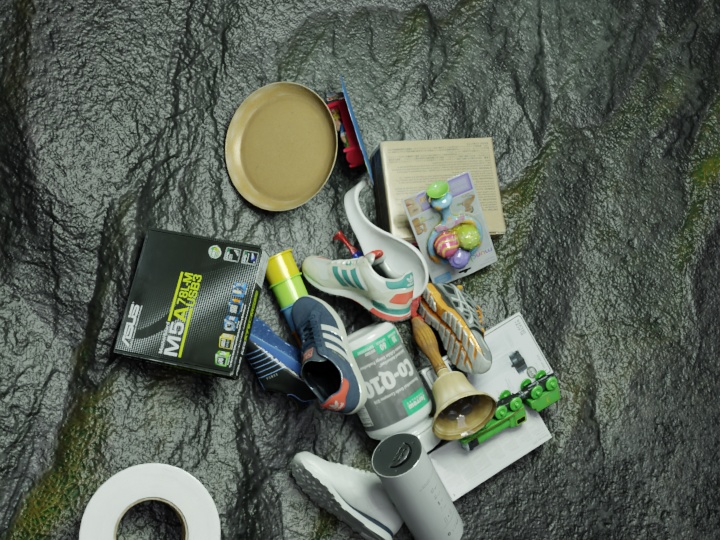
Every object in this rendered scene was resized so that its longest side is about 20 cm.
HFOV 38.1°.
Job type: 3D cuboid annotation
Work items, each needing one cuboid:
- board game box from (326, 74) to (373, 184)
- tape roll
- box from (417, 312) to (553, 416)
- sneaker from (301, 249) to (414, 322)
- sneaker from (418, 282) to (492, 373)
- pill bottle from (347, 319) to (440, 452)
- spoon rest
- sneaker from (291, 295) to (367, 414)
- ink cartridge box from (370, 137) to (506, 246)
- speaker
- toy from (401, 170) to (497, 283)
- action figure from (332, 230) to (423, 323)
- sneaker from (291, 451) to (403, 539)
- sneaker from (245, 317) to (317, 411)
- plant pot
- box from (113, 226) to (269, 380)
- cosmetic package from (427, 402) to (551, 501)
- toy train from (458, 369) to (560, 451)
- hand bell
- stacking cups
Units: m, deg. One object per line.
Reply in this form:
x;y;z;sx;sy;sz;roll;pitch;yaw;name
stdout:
-0.023;-0.217;1.639;0.038;0.200;0.160;-17;110;4;board game box
-0.302;0.380;1.495;0.200;0.071;0.205;3;77;-14;tape roll
0.195;0.167;1.674;0.199;0.060;0.117;-30;87;-19;box
0.000;0.000;1.603;0.198;0.094;0.070;26;28;26;sneaker
0.161;0.081;1.636;0.076;0.079;0.201;-8;42;-23;sneaker
0.041;0.187;1.597;0.112;0.113;0.202;-28;94;-18;pill bottle
0.033;-0.043;1.617;0.060;0.099;0.201;-25;82;-53;spoon rest
-0.063;0.117;1.521;0.084;0.075;0.201;9;42;-50;sneaker
0.126;-0.128;1.711;0.197;0.075;0.167;-4;81;-16;ink cartridge box
0.087;0.332;1.546;0.081;0.081;0.201;-42;129;-19;speaker
0.147;-0.052;1.635;0.114;0.047;0.201;-23;129;2;toy
0.038;0.010;1.673;0.065;0.052;0.201;-37;89;-14;action figure
-0.017;0.332;1.586;0.200;0.076;0.081;41;63;-10;sneaker
-0.147;0.136;1.589;0.199;0.070;0.078;34;107;11;sneaker
-0.121;-0.193;1.636;0.198;0.027;0.203;-1;88;23;plant pot
-0.251;0.048;1.556;0.191;0.048;0.202;11;76;10;box
0.199;0.281;1.656;0.198;0.051;0.083;-28;83;-19;cosmetic package
0.229;0.220;1.625;0.198;0.042;0.057;-26;120;-19;toy train
0.121;0.148;1.592;0.103;0.105;0.201;-10;46;-16;hand bell
-0.090;0.068;1.626;0.060;0.060;0.202;-26;89;-18;stacking cups
